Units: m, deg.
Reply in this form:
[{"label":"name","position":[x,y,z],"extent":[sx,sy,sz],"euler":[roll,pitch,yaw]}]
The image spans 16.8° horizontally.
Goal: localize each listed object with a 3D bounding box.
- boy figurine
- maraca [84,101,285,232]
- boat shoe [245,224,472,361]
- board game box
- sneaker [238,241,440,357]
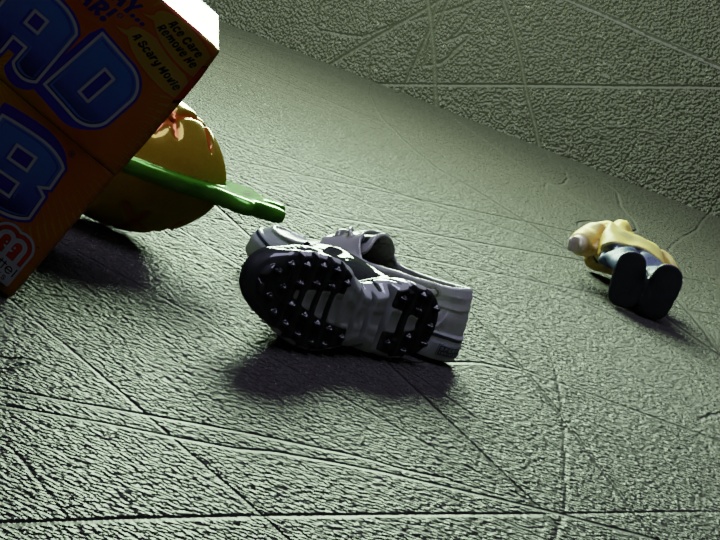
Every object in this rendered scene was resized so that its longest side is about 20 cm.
[{"label":"boy figurine","position":[0.262,-0.011,2.455],"extent":[0.124,0.065,0.200],"euler":[19,9,-11]},{"label":"maraca","position":[-0.149,-0.076,1.791],"extent":[0.199,0.107,0.137],"euler":[21,9,-4]},{"label":"boat shoe","position":[0.000,0.000,1.815],"extent":[0.200,0.066,0.072],"euler":[29,12,37]},{"label":"board game box","position":[-0.226,-0.139,1.533],"extent":[0.200,0.200,0.200],"euler":[40,6,-10]},{"label":"sneaker","position":[-0.034,0.015,1.680],"extent":[0.090,0.067,0.200],"euler":[25,6,36]}]
